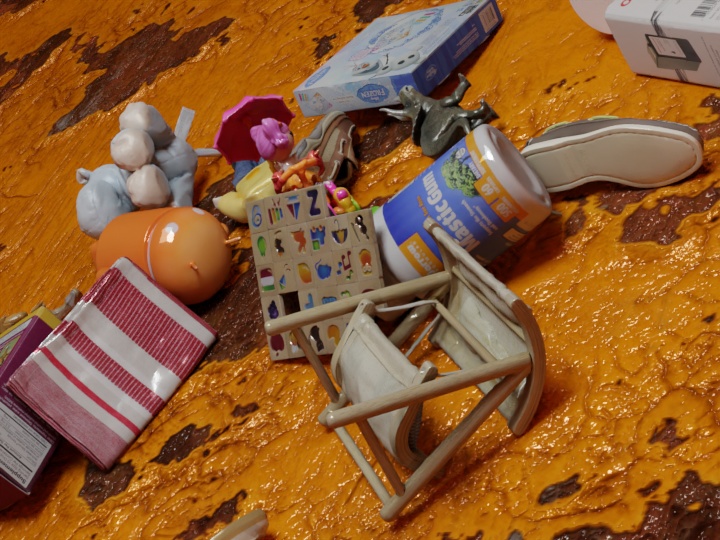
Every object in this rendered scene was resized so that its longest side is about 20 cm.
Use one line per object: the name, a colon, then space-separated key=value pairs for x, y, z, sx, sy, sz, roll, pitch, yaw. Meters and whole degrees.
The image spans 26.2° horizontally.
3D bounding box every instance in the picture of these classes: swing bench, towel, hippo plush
swing bench: x=0.049 y=0.082 z=1.383 sx=0.199 sy=0.130 sz=0.199 roll=-32 pitch=29 yaw=-5
towel: x=-0.265 y=0.096 z=1.676 sx=0.200 sy=0.144 sz=0.023 roll=-51 pitch=1 yaw=-26
hippo plush: x=-0.302 y=-0.127 z=2.001 sx=0.160 sy=0.160 sz=0.201 roll=-19 pitch=34 yaw=24

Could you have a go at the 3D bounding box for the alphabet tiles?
alphabet tiles: x=-0.044 y=0.001 z=1.551 sx=0.007 sy=0.169 sz=0.199 roll=-9 pitch=-1 yaw=-39

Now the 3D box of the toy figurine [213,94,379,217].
toy figurine: x=-0.080 y=-0.100 z=1.643 sx=0.150 sy=0.185 sz=0.200 roll=-34 pitch=8 yaw=-13

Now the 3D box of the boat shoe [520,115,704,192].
boat shoe: x=0.249 y=-0.121 z=1.522 sx=0.199 sy=0.072 sz=0.060 roll=-6 pitch=33 yaw=39

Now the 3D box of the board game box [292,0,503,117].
board game box: x=0.047 y=-0.266 z=1.929 sx=0.198 sy=0.044 sz=0.200 roll=-2 pitch=33 yaw=43

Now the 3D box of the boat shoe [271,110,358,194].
boat shoe: x=-0.041 y=-0.128 z=1.830 sx=0.076 sy=0.072 sz=0.200 roll=-53 pitch=1 yaw=31

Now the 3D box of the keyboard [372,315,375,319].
keyboard: x=0.000 y=0.000 z=1.665 sx=0.056 sy=0.011 sz=0.201 roll=-27 pitch=30 yaw=26

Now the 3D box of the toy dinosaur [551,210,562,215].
toy dinosaur: x=0.128 y=-0.094 z=1.618 sx=0.101 sy=0.058 sz=0.200 roll=-34 pitch=30 yaw=0

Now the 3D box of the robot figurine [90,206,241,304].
robot figurine: x=-0.229 y=-0.016 z=1.812 sx=0.199 sy=0.143 sz=0.118 roll=-3 pitch=70 yaw=43

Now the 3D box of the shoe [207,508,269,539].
shoe: x=-0.154 y=0.289 z=1.374 sx=0.200 sy=0.054 sz=0.070 roll=-39 pitch=-3 yaw=-14

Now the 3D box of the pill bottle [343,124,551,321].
pill bottle: x=0.080 y=-0.041 z=1.521 sx=0.200 sy=0.112 sz=0.112 roll=-39 pitch=27 yaw=18

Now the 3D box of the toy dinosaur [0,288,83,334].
toy dinosaur: x=-0.437 y=0.077 z=1.968 sx=0.198 sy=0.061 sz=0.106 roll=-16 pitch=10 yaw=22

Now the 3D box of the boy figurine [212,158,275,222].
boy figurine: x=-0.125 y=-0.104 z=1.886 sx=0.124 sy=0.065 sz=0.200 roll=-28 pitch=27 yaw=7

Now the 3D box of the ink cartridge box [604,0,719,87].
ink cartridge box: x=0.372 y=-0.268 z=1.590 sx=0.145 sy=0.084 sz=0.200 roll=-43 pitch=31 yaw=-15

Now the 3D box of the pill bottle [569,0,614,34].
pill bottle: x=0.323 y=-0.362 z=1.752 sx=0.200 sy=0.109 sz=0.108 roll=-48 pitch=32 yaw=-23

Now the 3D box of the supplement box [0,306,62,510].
supplement box: x=-0.388 y=0.159 z=1.709 sx=0.130 sy=0.103 sz=0.201 roll=-28 pitch=27 yaw=43

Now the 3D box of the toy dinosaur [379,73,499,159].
toy dinosaur: x=0.101 y=-0.157 z=1.734 sx=0.102 sy=0.077 sz=0.200 roll=-41 pitch=29 yaw=9
